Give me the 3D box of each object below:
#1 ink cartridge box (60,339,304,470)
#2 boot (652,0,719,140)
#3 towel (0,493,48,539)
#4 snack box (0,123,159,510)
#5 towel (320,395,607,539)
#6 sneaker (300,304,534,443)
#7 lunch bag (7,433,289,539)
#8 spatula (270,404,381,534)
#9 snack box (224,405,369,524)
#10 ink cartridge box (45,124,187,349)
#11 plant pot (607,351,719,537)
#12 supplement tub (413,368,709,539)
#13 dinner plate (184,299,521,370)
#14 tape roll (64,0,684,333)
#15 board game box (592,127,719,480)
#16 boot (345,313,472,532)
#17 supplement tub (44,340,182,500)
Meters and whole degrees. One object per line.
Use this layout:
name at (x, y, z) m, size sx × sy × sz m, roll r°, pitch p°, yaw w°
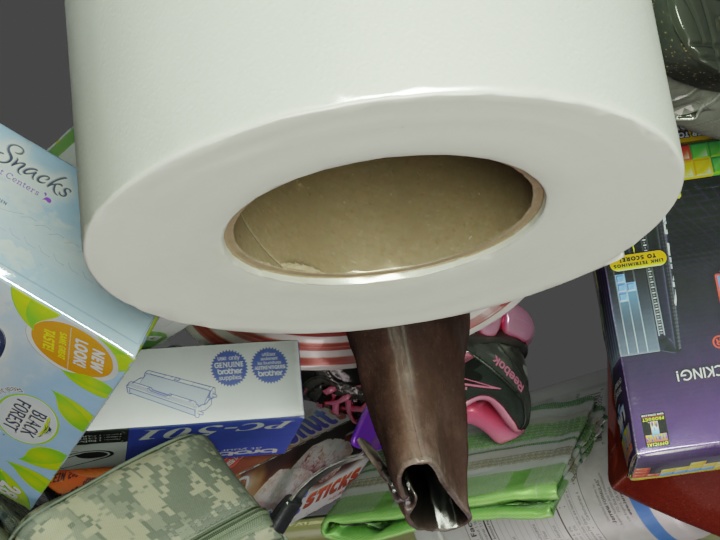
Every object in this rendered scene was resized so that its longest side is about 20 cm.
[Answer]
ink cartridge box at (-0.134, 0.073, 0.933) m, size 0.198 × 0.045 × 0.094 m, roll -3°, pitch 163°, yaw -10°
boot at (0.125, -0.085, 0.773) m, size 0.130 × 0.068 × 0.199 m, roll -8°, pitch 164°, yaw 38°
towel at (-0.217, 0.131, 1.056) m, size 0.035 × 0.200 × 0.193 m, roll -49°, pitch 156°, yaw -4°
snack box at (-0.178, 0.009, 0.766) m, size 0.168 × 0.068 × 0.200 m, roll 31°, pitch 149°, yaw -8°
towel at (0.069, 0.125, 1.105) m, size 0.148 × 0.031 × 0.200 m, roll -12°, pitch -172°, yaw 17°
sneaker at (0.016, 0.069, 1.073) m, size 0.198 × 0.096 × 0.079 m, roll 0°, pitch 161°, yaw -17°
lunch bag at (-0.100, 0.209, 0.897) m, size 0.139 × 0.168 × 0.200 m, roll -21°, pitch 153°, yaw -45°
spatula at (-0.025, 0.125, 1.035) m, size 0.200 × 0.021 × 0.056 m, roll -50°, pitch 155°, yaw 14°
snack box at (-0.046, 0.123, 1.076) m, size 0.200 × 0.024 × 0.072 m, roll -19°, pitch 137°, yaw -59°
ink cartridge box at (-0.125, -0.006, 0.865) m, size 0.103 × 0.060 × 0.200 m, roll 5°, pitch 158°, yaw -32°
plant pot at (0.234, 0.047, 0.971) m, size 0.175 × 0.201 × 0.200 m, roll 5°, pitch 158°, yaw -7°
supplement tub at (0.146, 0.146, 1.272) m, size 0.199 × 0.133 × 0.132 m, roll -20°, pitch 156°, yaw 30°
dinner plate at (0.000, 0.000, 0.955) m, size 0.199 × 0.024 × 0.201 m, roll -7°, pitch 150°, yaw -4°
tape roll at (0.000, -0.077, 0.611) m, size 0.201 × 0.140 × 0.203 m, roll -7°, pitch 160°, yaw -3°
board game box at (0.213, 0.003, 0.863) m, size 0.198 × 0.167 × 0.057 m, roll -8°, pitch 159°, yaw 1°
boot at (0.018, 0.007, 0.779) m, size 0.072 × 0.167 × 0.200 m, roll -12°, pitch 149°, yaw 5°
supplement tub at (-0.122, 0.113, 1.097) m, size 0.122 × 0.123 × 0.200 m, roll -12°, pitch 159°, yaw 11°
